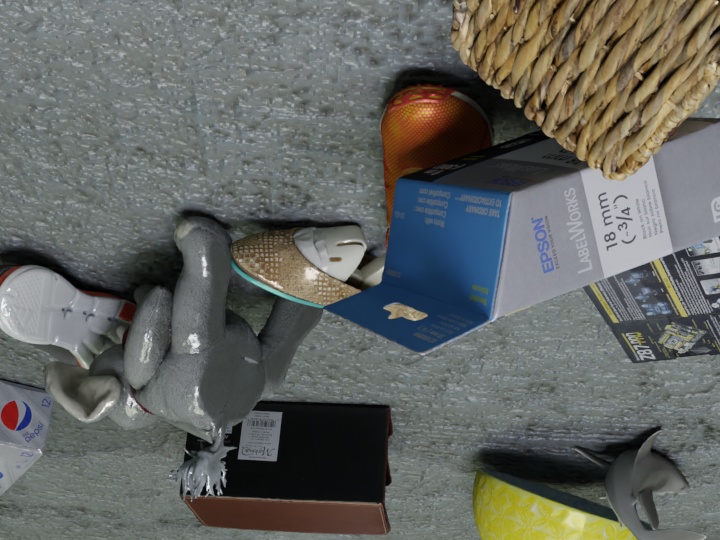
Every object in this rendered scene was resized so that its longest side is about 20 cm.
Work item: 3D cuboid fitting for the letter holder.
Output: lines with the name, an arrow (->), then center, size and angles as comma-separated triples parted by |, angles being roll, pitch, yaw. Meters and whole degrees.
letter holder -> -0.068, 0.206, 1.263 | 0.199, 0.101, 0.142 | 1, 154, 6

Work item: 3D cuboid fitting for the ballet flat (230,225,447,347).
ballet flat -> 0.000, 0.000, 0.921 | 0.200, 0.071, 0.065 | 20, 121, -31

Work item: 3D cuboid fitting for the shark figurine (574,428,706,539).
shark figurine -> 0.278, 0.202, 1.207 | 0.128, 0.214, 0.090 | 33, 109, 5

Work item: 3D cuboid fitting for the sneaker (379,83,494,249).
sneaker -> 0.048, -0.046, 0.796 | 0.073, 0.077, 0.200 | 3, 150, 7

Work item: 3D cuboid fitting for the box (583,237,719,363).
box -> 0.247, 0.002, 0.888 | 0.161, 0.049, 0.200 | -11, 148, 24

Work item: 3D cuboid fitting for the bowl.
bowl -> 0.199, 0.287, 1.284 | 0.200, 0.108, 0.200 | 19, 177, 1

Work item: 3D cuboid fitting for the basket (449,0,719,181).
basket -> 0.142, -0.168, 0.569 | 0.143, 0.149, 0.200 | 40, 149, 4

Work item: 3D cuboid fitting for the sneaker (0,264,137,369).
sneaker -> -0.244, 0.041, 1.032 | 0.082, 0.077, 0.200 | 18, 163, 37

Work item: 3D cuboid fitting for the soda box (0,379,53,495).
soda box -> -0.381, 0.181, 1.292 | 0.063, 0.068, 0.200 | 18, 150, -23

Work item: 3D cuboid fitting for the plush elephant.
plush elephant -> -0.148, 0.070, 0.971 | 0.155, 0.200, 0.165 | 6, 166, 38

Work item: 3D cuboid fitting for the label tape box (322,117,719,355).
label tape box -> 0.085, -0.029, 0.680 | 0.200, 0.063, 0.144 | -20, -166, -19
